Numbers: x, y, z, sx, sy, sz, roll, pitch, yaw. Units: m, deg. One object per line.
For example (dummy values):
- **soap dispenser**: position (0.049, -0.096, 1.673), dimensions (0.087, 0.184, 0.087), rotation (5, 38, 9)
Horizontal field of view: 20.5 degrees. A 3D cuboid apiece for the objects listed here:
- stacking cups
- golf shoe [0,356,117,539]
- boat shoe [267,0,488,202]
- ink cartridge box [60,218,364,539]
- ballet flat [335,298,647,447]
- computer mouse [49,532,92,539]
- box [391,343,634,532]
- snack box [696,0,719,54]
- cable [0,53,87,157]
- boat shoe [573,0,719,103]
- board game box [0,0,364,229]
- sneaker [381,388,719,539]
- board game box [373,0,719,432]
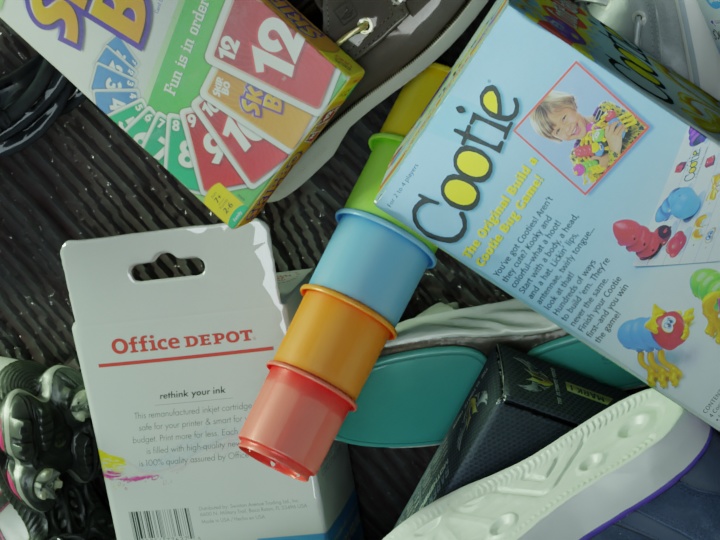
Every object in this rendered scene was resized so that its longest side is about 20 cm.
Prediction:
- **stacking cups**: position (0.000, 0.000, 0.930), dimensions (0.060, 0.061, 0.201), rotation (28, 79, 5)
- **golf shoe**: position (-0.173, 0.138, 1.066), dimensions (0.088, 0.077, 0.201), rotation (14, 115, 39)
- **boat shoe**: position (-0.004, -0.116, 0.936), dimensions (0.059, 0.072, 0.200), rotation (34, 118, -26)
- **ink cartridge box**: position (-0.073, 0.068, 1.012), dimensions (0.115, 0.068, 0.201), rotation (-6, 104, 15)
- **ballet flat**: position (0.070, 0.038, 0.968), dimensions (0.199, 0.069, 0.070), rotation (-13, 102, 9)
- **computer mouse**: position (-0.076, 0.182, 0.978), dimensions (0.199, 0.044, 0.110), rotation (-5, 83, 21)
- **box**: position (0.094, 0.149, 0.967), dimensions (0.157, 0.051, 0.201), rotation (22, 117, -12)
- **snack box**: position (0.207, -0.187, 0.838), dimensions (0.168, 0.068, 0.201), rotation (-28, 100, -9)
- **cable**: position (-0.220, -0.126, 0.975), dimensions (0.199, 0.051, 0.164), rotation (-26, 78, -15)
- **boat shoe**: position (0.133, -0.108, 0.915), dimensions (0.068, 0.072, 0.201), rotation (-10, 112, 11)
- **board game box**: position (-0.101, -0.121, 0.923), dimensions (0.200, 0.030, 0.096), rotation (43, 113, 9)
- **sneaker**: position (0.104, 0.156, 0.895), dimensions (0.200, 0.081, 0.147), rotation (-33, 111, 10)
- **board game box**: position (0.120, -0.027, 0.853), dimensions (0.200, 0.103, 0.105), rotation (33, 108, -4)
